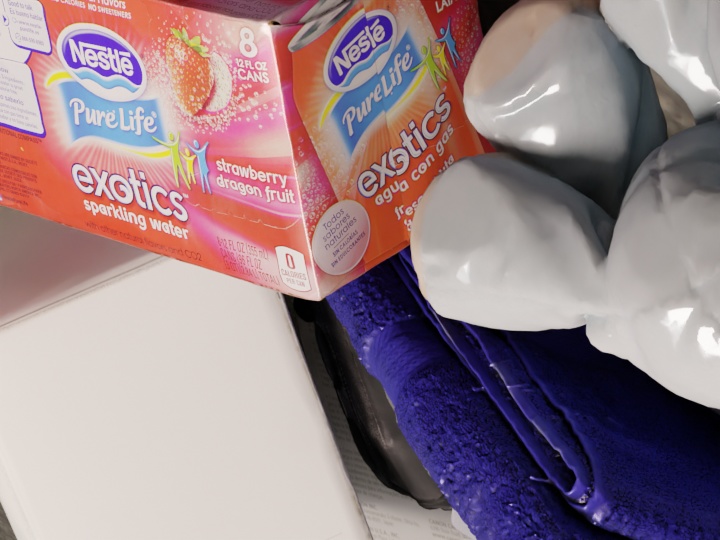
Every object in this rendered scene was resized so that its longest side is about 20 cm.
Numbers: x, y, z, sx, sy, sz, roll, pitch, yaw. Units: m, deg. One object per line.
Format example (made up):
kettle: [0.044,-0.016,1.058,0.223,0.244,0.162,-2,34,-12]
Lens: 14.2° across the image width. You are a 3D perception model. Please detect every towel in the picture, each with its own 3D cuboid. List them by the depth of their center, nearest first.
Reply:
towel: [0.076,0.044,0.952,0.148,0.050,0.200,13,-153,-31]

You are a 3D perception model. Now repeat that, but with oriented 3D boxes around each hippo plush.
hippo plush: [0.136,-0.010,0.871,0.161,0.159,0.200,27,-175,-43]

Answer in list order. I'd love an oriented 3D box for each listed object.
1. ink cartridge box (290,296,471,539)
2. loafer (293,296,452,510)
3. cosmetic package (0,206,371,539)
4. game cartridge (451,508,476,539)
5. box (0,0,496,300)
ink cartridge box: [0.042,0.033,1.150,0.163,0.057,0.200,9,116,49]
loafer: [0.000,0.000,1.079,0.070,0.068,0.201,-4,114,43]
cosmetic package: [-0.088,0.054,1.129,0.199,0.123,0.200,-131,20,-64]
game cartridge: [0.146,0.109,0.997,0.200,0.133,0.041,29,116,39]
box: [-0.058,-0.071,0.973,0.200,0.095,0.100,16,127,43]
